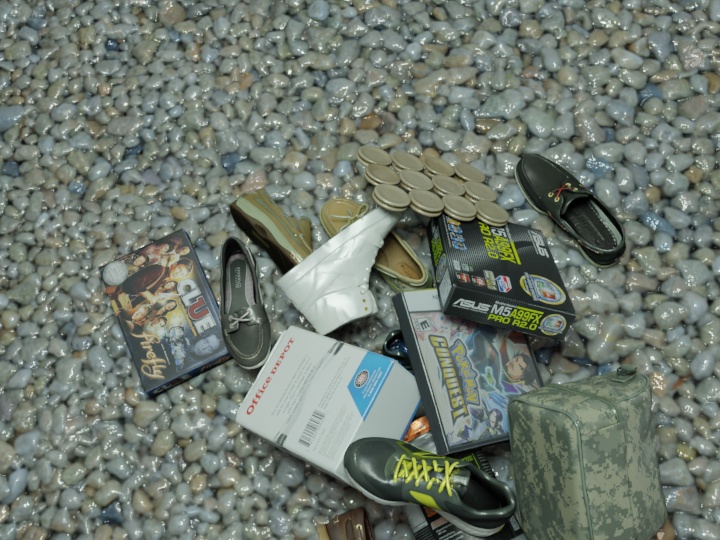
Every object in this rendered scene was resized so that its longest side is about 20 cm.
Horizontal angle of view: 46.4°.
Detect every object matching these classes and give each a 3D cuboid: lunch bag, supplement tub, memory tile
[{"bbox_3d":[0.278,0.225,0.982,0.167,0.139,0.202,-13,98,-26],"label":"lunch bag"},{"bbox_3d":[0.111,0.279,1.015,0.122,0.123,0.201,-24,70,-4],"label":"supplement tub"},{"bbox_3d":[0.096,-0.114,1.140,0.199,0.017,0.154,7,35,-22],"label":"memory tile"}]

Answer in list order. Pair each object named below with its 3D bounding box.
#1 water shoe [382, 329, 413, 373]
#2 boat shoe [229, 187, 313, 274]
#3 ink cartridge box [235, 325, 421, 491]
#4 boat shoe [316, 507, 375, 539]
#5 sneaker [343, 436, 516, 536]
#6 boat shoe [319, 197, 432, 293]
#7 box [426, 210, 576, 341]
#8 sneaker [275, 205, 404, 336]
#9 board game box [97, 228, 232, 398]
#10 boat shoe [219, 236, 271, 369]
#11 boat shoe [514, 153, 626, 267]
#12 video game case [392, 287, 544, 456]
[{"bbox_3d":[0.127,0.090,1.105,0.199,0.079,0.072,-17,70,-2],"label":"water shoe"},{"bbox_3d":[-0.096,-0.048,1.183,0.076,0.072,0.200,-38,71,-21],"label":"boat shoe"},{"bbox_3d":[-0.040,0.167,1.039,0.199,0.086,0.147,13,68,47],"label":"ink cartridge box"},{"bbox_3d":[0.015,0.387,1.010,0.070,0.070,0.201,-25,70,0],"label":"boat shoe"},{"bbox_3d":[0.080,0.224,0.916,0.199,0.085,0.075,20,59,-5],"label":"sneaker"},{"bbox_3d":[0.022,-0.041,1.170,0.200,0.063,0.073,38,78,17],"label":"boat shoe"},{"bbox_3d":[0.173,-0.003,1.073,0.159,0.044,0.201,13,32,-10],"label":"box"},{"bbox_3d":[0.000,0.000,1.105,0.200,0.074,0.116,-38,92,-9],"label":"sneaker"},{"bbox_3d":[-0.269,0.056,1.174,0.135,0.035,0.201,-26,70,-5],"label":"board game box"},{"bbox_3d":[-0.163,0.039,1.129,0.066,0.057,0.201,-17,49,4],"label":"boat shoe"},{"bbox_3d":[0.293,-0.094,1.170,0.073,0.063,0.202,-36,70,-6],"label":"boat shoe"},{"bbox_3d":[0.143,0.114,1.034,0.180,0.025,0.201,-4,69,-34],"label":"video game case"}]
